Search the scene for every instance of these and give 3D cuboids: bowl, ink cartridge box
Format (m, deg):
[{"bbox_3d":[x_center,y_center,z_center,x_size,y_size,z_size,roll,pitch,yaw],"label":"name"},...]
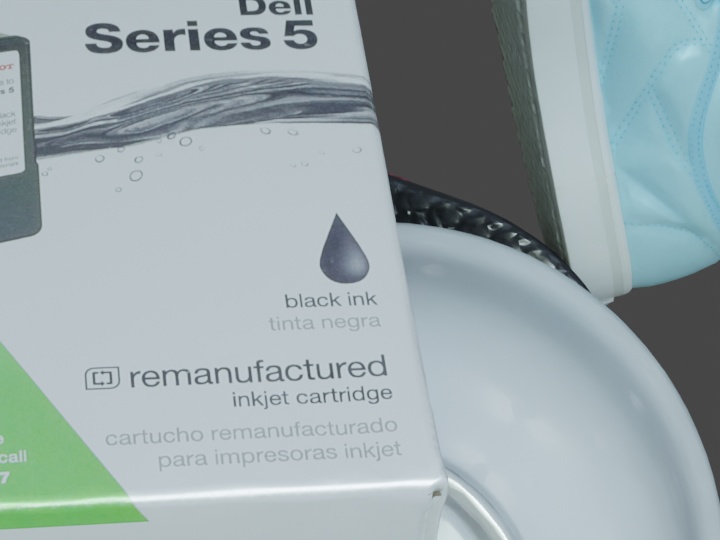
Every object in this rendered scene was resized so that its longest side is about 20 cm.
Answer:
[{"bbox_3d":[0.002,0.089,0.710,0.200,0.090,0.202,0,94,4],"label":"bowl"},{"bbox_3d":[-0.067,0.001,0.640,0.145,0.084,0.201,-3,48,-9],"label":"ink cartridge box"}]

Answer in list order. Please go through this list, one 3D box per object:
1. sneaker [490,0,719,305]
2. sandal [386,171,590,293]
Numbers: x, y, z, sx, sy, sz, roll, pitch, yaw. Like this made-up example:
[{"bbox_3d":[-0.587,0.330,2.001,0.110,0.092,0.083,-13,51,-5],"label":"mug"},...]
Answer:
[{"bbox_3d":[0.080,-0.086,0.759,0.082,0.074,0.201,-15,125,-5],"label":"sneaker"},{"bbox_3d":[0.000,0.000,0.792,0.200,0.045,0.075,35,92,13],"label":"sandal"}]
